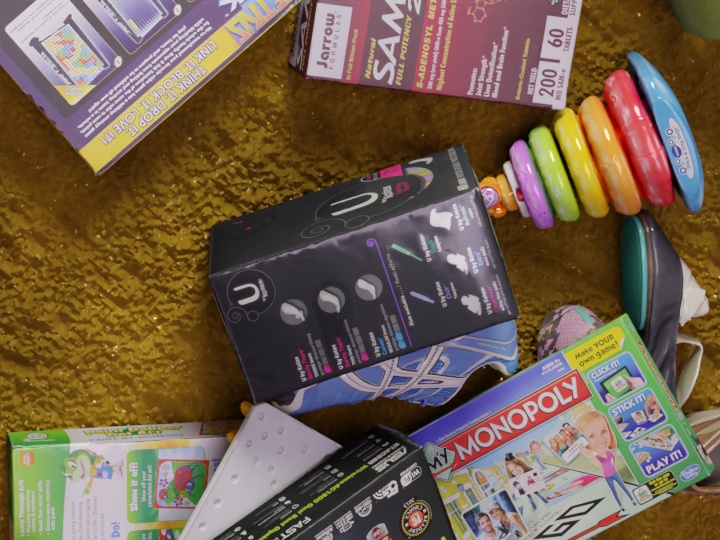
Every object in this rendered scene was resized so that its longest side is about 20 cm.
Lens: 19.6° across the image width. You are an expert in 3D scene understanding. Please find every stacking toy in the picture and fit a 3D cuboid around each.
[{"bbox_3d":[0.148,-0.074,1.559,0.200,0.110,0.116,-20,107,6],"label":"stacking toy"}]

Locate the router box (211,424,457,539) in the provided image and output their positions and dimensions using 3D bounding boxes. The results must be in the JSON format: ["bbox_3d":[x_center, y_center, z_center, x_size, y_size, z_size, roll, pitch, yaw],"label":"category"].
[{"bbox_3d":[-0.022,0.231,1.534,0.200,0.062,0.150,-34,120,-23],"label":"router box"}]

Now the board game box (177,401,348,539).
[{"bbox_3d":[-0.059,0.221,1.560,0.200,0.026,0.200,33,83,-36],"label":"board game box"}]

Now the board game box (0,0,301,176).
[{"bbox_3d":[-0.165,-0.194,1.458,0.200,0.057,0.165,-41,112,-3],"label":"board game box"}]

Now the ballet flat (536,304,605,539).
[{"bbox_3d":[0.170,0.128,1.617,0.069,0.071,0.200,-5,105,-15],"label":"ballet flat"}]

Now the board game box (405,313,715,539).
[{"bbox_3d":[0.146,0.139,1.575,0.200,0.029,0.135,-31,89,18],"label":"board game box"}]

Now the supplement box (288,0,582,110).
[{"bbox_3d":[0.056,-0.184,1.517,0.200,0.061,0.109,5,102,-15],"label":"supplement box"}]

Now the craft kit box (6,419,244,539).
[{"bbox_3d":[-0.164,0.215,1.566,0.197,0.049,0.200,-2,104,-17],"label":"craft kit box"}]

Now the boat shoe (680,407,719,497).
[{"bbox_3d":[0.333,0.130,1.661,0.200,0.072,0.076,-26,109,-7],"label":"boat shoe"}]

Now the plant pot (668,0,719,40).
[{"bbox_3d":[0.271,-0.274,1.499,0.200,0.200,0.190,-22,119,-9],"label":"plant pot"}]

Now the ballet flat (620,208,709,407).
[{"bbox_3d":[0.233,0.045,1.615,0.073,0.073,0.200,-4,112,-14],"label":"ballet flat"}]

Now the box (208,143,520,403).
[{"bbox_3d":[0.000,0.000,1.496,0.200,0.122,0.106,-18,108,2],"label":"box"}]

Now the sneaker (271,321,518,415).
[{"bbox_3d":[0.030,0.072,1.564,0.200,0.076,0.077,-21,103,-8],"label":"sneaker"}]
